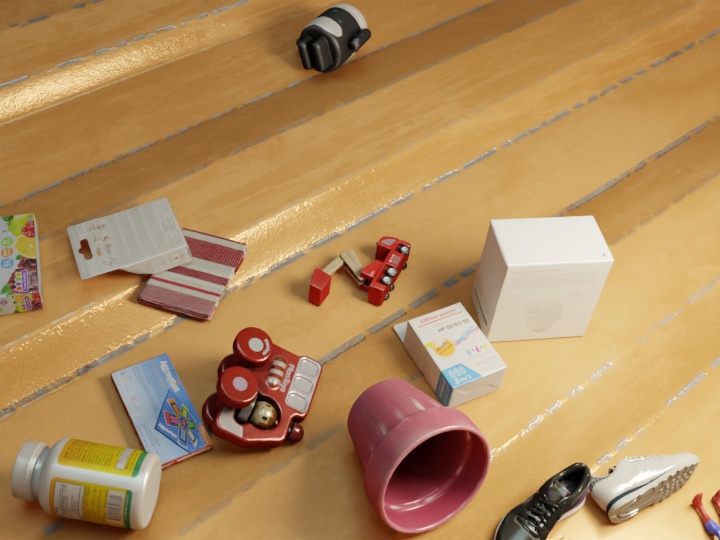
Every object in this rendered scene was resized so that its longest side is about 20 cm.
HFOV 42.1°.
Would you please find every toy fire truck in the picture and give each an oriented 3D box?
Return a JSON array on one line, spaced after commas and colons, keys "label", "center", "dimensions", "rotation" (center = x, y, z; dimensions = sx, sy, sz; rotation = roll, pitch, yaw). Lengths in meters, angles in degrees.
[{"label": "toy fire truck", "center": [0.000, 0.000, 1.769], "dimensions": [0.140, 0.049, 0.201], "rotation": [21, 48, 12]}, {"label": "toy fire truck", "center": [-0.156, 0.202, 1.531], "dimensions": [0.167, 0.112, 0.201], "rotation": [26, 47, -9]}]

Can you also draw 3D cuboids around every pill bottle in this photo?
[{"label": "pill bottle", "center": [-0.404, 0.311, 1.382], "dimensions": [0.197, 0.114, 0.114], "rotation": [9, 46, 1]}]

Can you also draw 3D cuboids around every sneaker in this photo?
[{"label": "sneaker", "center": [0.281, 0.363, 1.443], "dimensions": [0.199, 0.088, 0.076], "rotation": [-34, 59, -32]}, {"label": "sneaker", "center": [0.461, 0.330, 1.515], "dimensions": [0.198, 0.077, 0.081], "rotation": [-16, 42, -23]}]

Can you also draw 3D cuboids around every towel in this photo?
[{"label": "towel", "center": [-0.308, 0.005, 1.742], "dimensions": [0.142, 0.023, 0.201], "rotation": [15, 45, 9]}]

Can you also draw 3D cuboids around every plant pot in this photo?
[{"label": "plant pot", "center": [0.074, 0.270, 1.446], "dimensions": [0.198, 0.202, 0.179], "rotation": [-16, 35, -21]}]

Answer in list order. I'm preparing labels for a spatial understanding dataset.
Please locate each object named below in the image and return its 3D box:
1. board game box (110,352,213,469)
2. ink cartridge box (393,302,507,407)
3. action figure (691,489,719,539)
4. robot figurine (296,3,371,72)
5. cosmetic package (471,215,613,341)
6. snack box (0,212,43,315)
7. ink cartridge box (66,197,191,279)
[{"label": "board game box", "center": [-0.327, 0.229, 1.532], "dimensions": [0.102, 0.020, 0.201], "rotation": [-20, 53, -22]}, {"label": "ink cartridge box", "center": [0.154, 0.134, 1.653], "dimensions": [0.114, 0.068, 0.201], "rotation": [-17, 52, -23]}, {"label": "action figure", "center": [0.587, 0.420, 1.432], "dimensions": [0.064, 0.100, 0.201], "rotation": [-7, 51, -13]}, {"label": "robot figurine", "center": [-0.066, -0.548, 2.220], "dimensions": [0.150, 0.125, 0.200], "rotation": [38, 51, 3]}, {"label": "cosmetic package", "center": [0.323, 0.014, 1.696], "dimensions": [0.197, 0.201, 0.124], "rotation": [-2, 47, -11]}, {"label": "snack box", "center": [-0.652, -0.010, 1.686], "dimensions": [0.140, 0.053, 0.201], "rotation": [-9, 49, -14]}, {"label": "ink cartridge box", "center": [-0.433, -0.049, 1.753], "dimensions": [0.198, 0.057, 0.163], "rotation": [-22, 46, -11]}]
